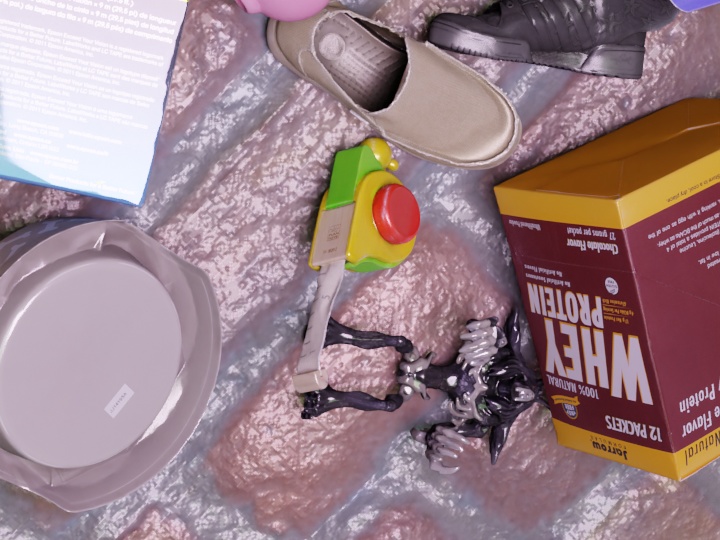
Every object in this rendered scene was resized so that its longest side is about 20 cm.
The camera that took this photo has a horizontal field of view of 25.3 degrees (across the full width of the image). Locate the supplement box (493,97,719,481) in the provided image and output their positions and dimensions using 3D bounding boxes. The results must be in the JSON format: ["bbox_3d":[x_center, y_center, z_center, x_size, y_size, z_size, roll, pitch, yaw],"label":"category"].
[{"bbox_3d":[0.228,0.006,1.126,0.197,0.133,0.201,-25,109,-28],"label":"supplement box"}]

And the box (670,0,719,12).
[{"bbox_3d":[0.213,-0.280,1.102,0.119,0.041,0.201,-19,99,-28],"label":"box"}]

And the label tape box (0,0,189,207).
[{"bbox_3d":[-0.191,-0.155,1.037,0.143,0.063,0.201,12,99,-17],"label":"label tape box"}]

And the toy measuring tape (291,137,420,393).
[{"bbox_3d":[0.000,0.000,1.097,0.073,0.074,0.201,20,62,-19],"label":"toy measuring tape"}]

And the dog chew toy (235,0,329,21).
[{"bbox_3d":[-0.003,-0.237,1.036,0.200,0.125,0.125,-39,109,-7],"label":"dog chew toy"}]

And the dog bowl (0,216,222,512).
[{"bbox_3d":[-0.188,0.056,1.055,0.199,0.059,0.201,-17,117,-36],"label":"dog bowl"}]

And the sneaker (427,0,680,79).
[{"bbox_3d":[0.146,-0.193,1.127,0.199,0.060,0.105,6,100,-20],"label":"sneaker"}]

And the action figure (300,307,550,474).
[{"bbox_3d":[0.060,0.083,1.143,0.199,0.102,0.120,6,99,-13],"label":"action figure"}]

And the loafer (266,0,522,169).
[{"bbox_3d":[0.027,-0.124,1.102,0.199,0.068,0.076,25,97,-18],"label":"loafer"}]
